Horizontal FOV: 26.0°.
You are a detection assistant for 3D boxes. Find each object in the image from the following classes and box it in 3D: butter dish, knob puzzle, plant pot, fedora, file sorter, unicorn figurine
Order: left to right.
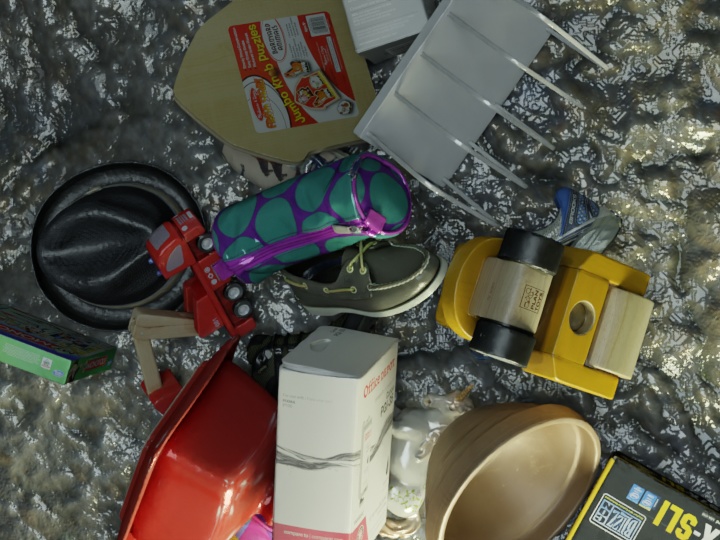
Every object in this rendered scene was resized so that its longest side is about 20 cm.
[{"bbox_3d":[-0.264,-0.024,1.633,0.199,0.092,0.202,1,93,11],"label":"fedora"},{"bbox_3d":[-0.135,0.201,1.541,0.147,0.200,0.200,27,131,4],"label":"butter dish"},{"bbox_3d":[-0.091,-0.190,1.571,0.218,0.030,0.221,3,67,-8],"label":"knob puzzle"},{"bbox_3d":[0.042,0.182,1.602,0.137,0.074,0.201,10,110,9],"label":"unicorn figurine"},{"bbox_3d":[0.124,-0.164,1.506,0.200,0.139,0.124,-55,46,8],"label":"file sorter"},{"bbox_3d":[0.133,0.200,1.542,0.201,0.200,0.093,-54,48,9],"label":"plant pot"}]

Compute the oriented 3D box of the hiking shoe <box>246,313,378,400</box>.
[{"bbox_3d":[-0.067,0.092,1.610,0.101,0.076,0.200,41,100,3],"label":"hiking shoe"}]

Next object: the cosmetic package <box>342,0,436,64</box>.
[{"bbox_3d":[0.015,-0.319,1.560,0.090,0.107,0.201,-18,87,11],"label":"cosmetic package"}]

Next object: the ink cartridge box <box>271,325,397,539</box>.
[{"bbox_3d":[-0.025,0.170,1.502,0.082,0.146,0.201,7,105,15],"label":"ink cartridge box"}]

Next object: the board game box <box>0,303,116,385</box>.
[{"bbox_3d":[-0.371,0.066,1.638,0.199,0.135,0.029,20,96,9],"label":"board game box"}]

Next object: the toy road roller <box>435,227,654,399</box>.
[{"bbox_3d":[0.163,0.033,1.480,0.199,0.146,0.124,20,87,-32],"label":"toy road roller"}]

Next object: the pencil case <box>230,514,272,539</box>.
[{"bbox_3d":[-0.147,0.331,1.633,0.088,0.088,0.200,38,97,7],"label":"pencil case"}]

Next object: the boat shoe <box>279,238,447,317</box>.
[{"bbox_3d":[-0.001,0.002,1.539,0.201,0.072,0.060,-7,136,46],"label":"boat shoe"}]

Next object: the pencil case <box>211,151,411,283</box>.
[{"bbox_3d":[-0.051,-0.049,1.519,0.199,0.093,0.085,-19,122,37],"label":"pencil case"}]

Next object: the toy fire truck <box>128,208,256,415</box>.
[{"bbox_3d":[-0.186,0.049,1.605,0.141,0.049,0.201,-32,124,-9],"label":"toy fire truck"}]

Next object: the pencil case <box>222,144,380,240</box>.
[{"bbox_3d":[-0.051,-0.104,1.595,0.199,0.078,0.090,32,109,8],"label":"pencil case"}]

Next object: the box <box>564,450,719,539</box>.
[{"bbox_3d":[0.303,0.298,1.562,0.199,0.049,0.160,29,96,8],"label":"box"}]

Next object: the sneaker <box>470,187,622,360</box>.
[{"bbox_3d":[0.168,0.001,1.562,0.085,0.077,0.200,41,89,2],"label":"sneaker"}]
